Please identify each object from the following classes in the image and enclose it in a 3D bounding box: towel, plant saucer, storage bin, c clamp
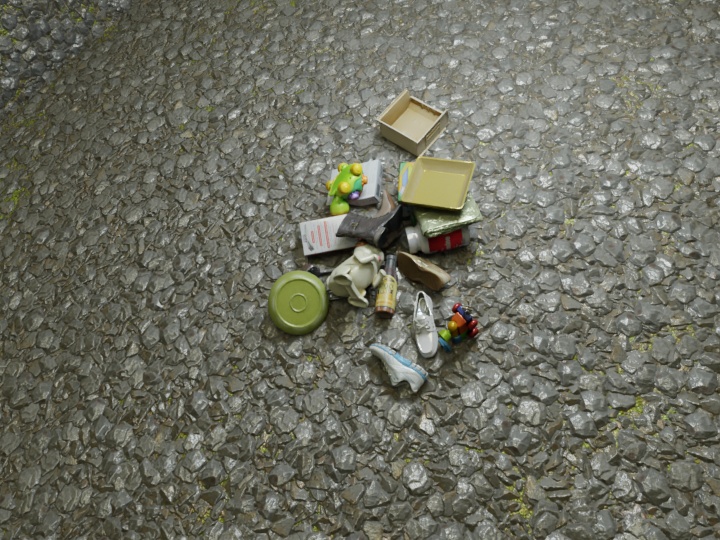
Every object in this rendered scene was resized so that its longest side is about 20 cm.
[{"bbox_3d":[0.271,-0.179,1.647,0.195,0.037,0.150,-17,46,1],"label":"towel"},{"bbox_3d":[-0.196,0.102,1.667,0.195,0.031,0.206,0,87,-6],"label":"plant saucer"},{"bbox_3d":[0.248,-0.265,1.661,0.195,0.049,0.203,10,58,21],"label":"plant saucer"},{"bbox_3d":[0.199,-0.551,1.953,0.198,0.094,0.199,35,74,26],"label":"storage bin"},{"bbox_3d":[-0.095,0.020,1.747,0.195,0.027,0.175,-4,62,10],"label":"c clamp"}]

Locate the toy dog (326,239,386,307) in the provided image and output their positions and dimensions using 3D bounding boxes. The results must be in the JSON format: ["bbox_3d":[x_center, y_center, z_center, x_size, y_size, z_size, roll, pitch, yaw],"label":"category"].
[{"bbox_3d":[0.000,0.000,1.666,0.192,0.140,0.201,-9,36,54],"label":"toy dog"}]

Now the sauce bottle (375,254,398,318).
[{"bbox_3d":[0.086,0.049,1.674,0.064,0.066,0.204,0,62,12],"label":"sauce bottle"}]

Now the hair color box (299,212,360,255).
[{"bbox_3d":[-0.100,-0.121,1.780,0.195,0.064,0.114,-9,88,4],"label":"hair color box"}]

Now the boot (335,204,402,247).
[{"bbox_3d":[0.029,-0.161,1.693,0.171,0.070,0.201,19,51,29],"label":"boot"}]

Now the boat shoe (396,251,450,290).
[{"bbox_3d":[0.198,-0.002,1.684,0.064,0.073,0.199,-19,43,-41],"label":"boat shoe"}]

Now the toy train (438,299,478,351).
[{"bbox_3d":[0.268,0.157,1.503,0.115,0.201,0.085,-41,62,-7],"label":"toy train"}]

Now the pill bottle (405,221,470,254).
[{"bbox_3d":[0.247,-0.117,1.701,0.195,0.113,0.115,-13,60,5],"label":"pill bottle"}]

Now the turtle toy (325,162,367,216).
[{"bbox_3d":[-0.048,-0.280,1.814,0.202,0.100,0.145,-57,29,-6],"label":"turtle toy"}]

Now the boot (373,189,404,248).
[{"bbox_3d":[0.063,-0.167,1.785,0.145,0.070,0.203,-31,50,17],"label":"boot"}]

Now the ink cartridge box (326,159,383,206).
[{"bbox_3d":[-0.019,-0.308,1.908,0.196,0.057,0.166,-10,59,30],"label":"ink cartridge box"}]

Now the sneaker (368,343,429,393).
[{"bbox_3d":[0.098,0.288,1.542,0.197,0.075,0.088,28,76,24],"label":"sneaker"}]

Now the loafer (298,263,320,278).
[{"bbox_3d":[-0.211,0.059,1.729,0.200,0.073,0.071,-47,33,-6],"label":"loafer"}]

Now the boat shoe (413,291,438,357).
[{"bbox_3d":[0.188,0.159,1.586,0.069,0.069,0.204,-14,58,16],"label":"boat shoe"}]

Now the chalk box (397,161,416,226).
[{"bbox_3d":[0.192,-0.249,1.777,0.121,0.125,0.204,-1,63,11],"label":"chalk box"}]
